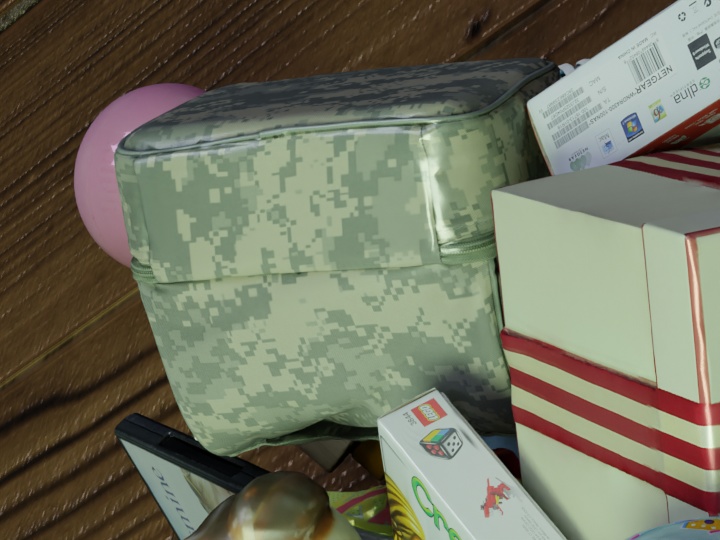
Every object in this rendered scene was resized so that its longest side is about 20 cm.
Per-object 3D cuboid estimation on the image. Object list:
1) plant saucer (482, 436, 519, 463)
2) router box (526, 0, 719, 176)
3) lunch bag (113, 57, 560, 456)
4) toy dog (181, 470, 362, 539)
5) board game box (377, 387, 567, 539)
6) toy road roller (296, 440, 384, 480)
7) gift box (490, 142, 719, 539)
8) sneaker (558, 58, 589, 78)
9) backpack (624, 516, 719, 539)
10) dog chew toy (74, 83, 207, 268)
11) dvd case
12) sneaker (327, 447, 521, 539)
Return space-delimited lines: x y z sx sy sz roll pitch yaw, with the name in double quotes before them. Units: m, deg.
"plant saucer" 0.117 0.063 1.324 0.200 0.019 0.070 -21 41 48
"router box" 0.202 -0.092 1.151 0.200 0.179 0.049 -34 68 33
"lunch bag" 0.000 0.000 1.214 0.200 0.168 0.139 -4 13 26
"toy dog" -0.035 0.182 1.132 0.193 0.140 0.200 -19 50 9
"board game box" 0.075 0.156 1.094 0.035 0.126 0.200 -26 48 -17
"toy road roller" 0.009 0.010 1.361 0.200 0.123 0.146 -52 -5 11
"gift box" 0.179 0.031 1.048 0.200 0.185 0.187 -17 15 -20
"sneaker" 0.114 -0.078 1.421 0.200 0.080 0.071 -41 25 23
"backpack" 0.129 0.187 0.918 0.166 0.200 0.127 -16 12 -8
"dog chew toy" -0.093 -0.053 1.688 0.200 0.124 0.125 9 65 52
"dvd case" -0.046 0.148 1.334 0.018 0.143 0.200 -37 22 -18
"sneaker" 0.043 0.127 1.316 0.200 0.078 0.090 4 53 53
